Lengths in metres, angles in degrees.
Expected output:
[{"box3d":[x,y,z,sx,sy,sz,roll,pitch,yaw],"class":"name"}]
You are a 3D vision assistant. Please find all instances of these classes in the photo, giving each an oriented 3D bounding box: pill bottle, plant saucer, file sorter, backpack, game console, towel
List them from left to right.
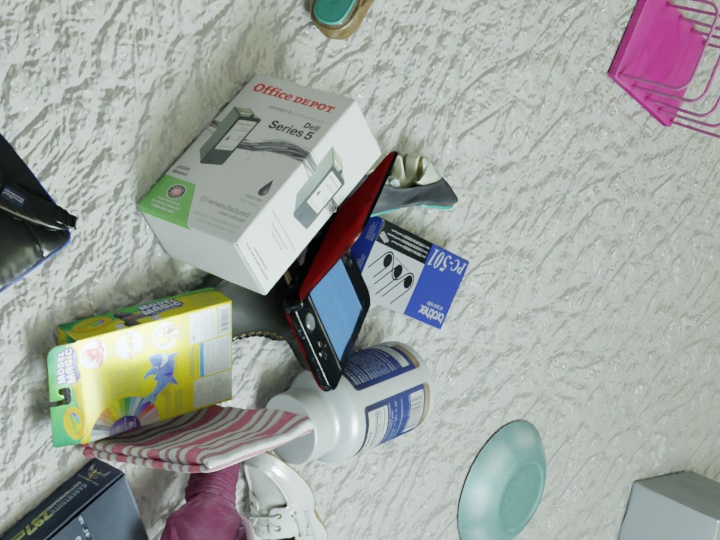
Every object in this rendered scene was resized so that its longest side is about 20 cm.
[{"box3d":[-0.364,-0.055,1.304,0.162,0.168,0.200,-42,103,-38],"class":"backpack"},{"box3d":[-0.165,0.161,1.629,0.146,0.199,0.030,-19,105,-46],"class":"towel"},{"box3d":[-0.015,0.156,1.887,0.200,0.111,0.111,-17,120,-47],"class":"pill bottle"},{"box3d":[0.000,0.000,1.728,0.200,0.118,0.173,-65,137,-58],"class":"game console"},{"box3d":[0.212,0.312,2.311,0.201,0.039,0.202,-27,127,-42],"class":"plant saucer"},{"box3d":[0.459,-0.283,2.268,0.200,0.125,0.139,27,85,-53],"class":"file sorter"}]

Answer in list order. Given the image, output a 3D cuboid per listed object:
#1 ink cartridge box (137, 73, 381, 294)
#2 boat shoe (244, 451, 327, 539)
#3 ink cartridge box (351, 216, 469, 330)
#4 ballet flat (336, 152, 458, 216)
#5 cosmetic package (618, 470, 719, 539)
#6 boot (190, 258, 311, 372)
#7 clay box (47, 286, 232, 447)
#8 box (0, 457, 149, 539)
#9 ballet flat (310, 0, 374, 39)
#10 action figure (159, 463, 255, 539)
[{"box3d":[-0.098,-0.091,1.634,0.200,0.145,0.084,-52,139,-23],"class":"ink cartridge box"},{"box3d":[-0.094,0.278,1.878,0.069,0.071,0.200,-52,141,-25],"class":"boat shoe"},{"box3d":[0.047,0.001,1.948,0.200,0.044,0.094,25,89,-54],"class":"ink cartridge box"},{"box3d":[0.048,-0.100,1.883,0.200,0.073,0.073,-8,113,-48],"class":"ballet flat"},{"box3d":[0.542,0.440,2.685,0.200,0.166,0.168,-1,108,-50],"class":"cosmetic package"},{"box3d":[-0.113,0.063,1.760,0.138,0.077,0.200,-43,123,-25],"class":"boot"},{"box3d":[-0.222,0.095,1.623,0.199,0.048,0.115,-14,118,-31],"class":"clay box"},{"box3d":[-0.284,0.315,1.671,0.158,0.051,0.201,-41,135,-35],"class":"box"},{"box3d":[0.013,-0.329,1.740,0.201,0.068,0.072,-63,163,-8],"class":"ballet flat"},{"box3d":[-0.155,0.237,1.717,0.134,0.148,0.201,67,22,-54],"class":"action figure"}]
